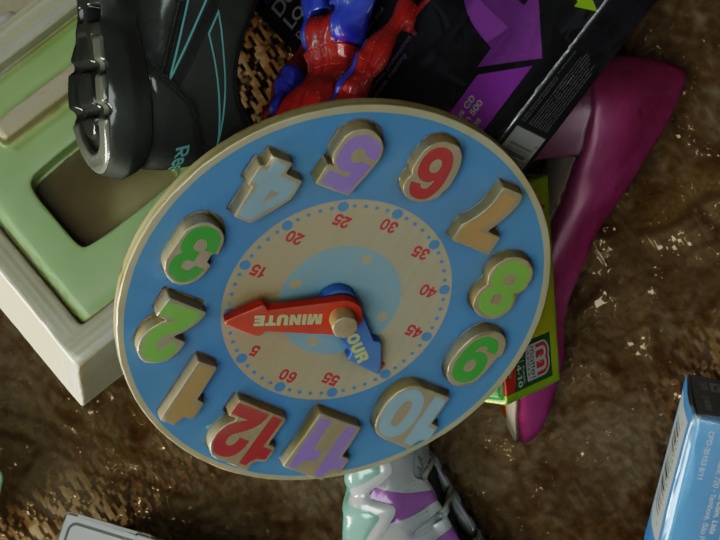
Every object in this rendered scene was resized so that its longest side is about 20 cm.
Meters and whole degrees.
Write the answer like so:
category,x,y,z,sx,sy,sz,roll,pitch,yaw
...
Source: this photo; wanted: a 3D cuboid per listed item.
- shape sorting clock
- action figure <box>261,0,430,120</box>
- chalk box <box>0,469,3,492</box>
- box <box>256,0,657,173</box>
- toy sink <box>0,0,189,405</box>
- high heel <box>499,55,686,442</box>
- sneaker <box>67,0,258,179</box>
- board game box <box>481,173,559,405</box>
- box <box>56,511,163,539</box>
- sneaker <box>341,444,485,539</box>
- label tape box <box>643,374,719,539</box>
category,x,y,z,sx,sy,sz,roll,pitch,yaw
shape sorting clock,-0.010,0.013,1.198,0.199,0.039,0.201,-9,129,-11
action figure,-0.009,-0.114,1.236,0.065,0.052,0.201,-10,64,40
chalk box,-0.279,0.097,1.424,0.199,0.124,0.125,18,107,9
box,0.035,-0.135,1.263,0.143,0.036,0.200,-53,50,13
toy sink,-0.143,-0.060,1.267,0.130,0.112,0.200,-38,82,-11
high heel,0.112,-0.007,1.332,0.096,0.067,0.201,-5,119,-12
sneaker,-0.089,-0.142,1.199,0.079,0.075,0.201,-3,94,-21
board game box,0.000,0.000,1.324,0.199,0.048,0.102,6,108,38
box,-0.123,0.237,1.398,0.116,0.060,0.201,13,80,21
sneaker,0.064,0.152,1.378,0.139,0.078,0.201,2,112,11
label tape box,0.240,0.145,1.326,0.199,0.066,0.144,11,107,-3
